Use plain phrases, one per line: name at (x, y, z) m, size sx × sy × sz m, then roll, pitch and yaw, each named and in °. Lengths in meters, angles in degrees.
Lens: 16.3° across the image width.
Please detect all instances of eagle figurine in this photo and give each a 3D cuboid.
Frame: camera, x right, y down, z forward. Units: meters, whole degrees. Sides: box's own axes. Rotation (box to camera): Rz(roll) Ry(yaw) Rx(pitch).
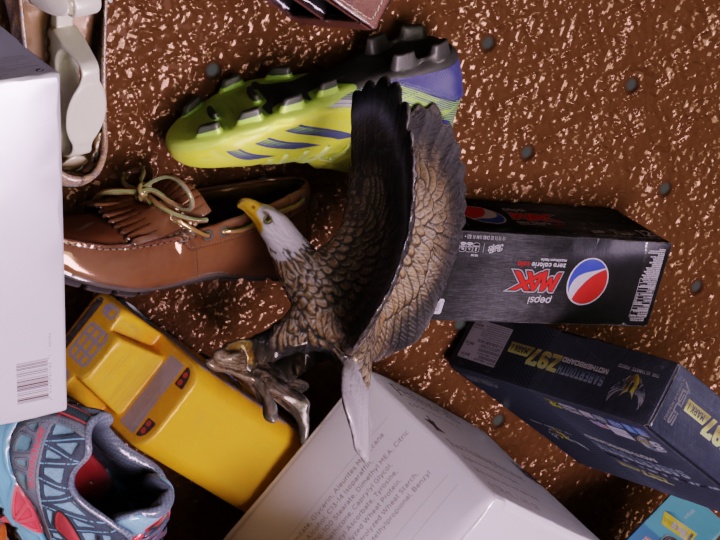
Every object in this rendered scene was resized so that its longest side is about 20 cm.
eagle figurine at (-0.005, -0.005, 1.477) m, size 0.200 × 0.152 × 0.151 m, roll -45°, pitch 122°, yaw 4°

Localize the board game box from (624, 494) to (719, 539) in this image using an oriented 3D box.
board game box at (0.161, 0.249, 1.722) m, size 0.200 × 0.047 × 0.151 m, roll -33°, pitch 159°, yaw -55°

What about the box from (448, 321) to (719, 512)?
box at (0.176, 0.098, 1.658) m, size 0.158 × 0.200 × 0.051 m, roll 37°, pitch 78°, yaw -38°

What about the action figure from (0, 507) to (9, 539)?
action figure at (-0.289, 0.154, 1.469) m, size 0.193 × 0.105 × 0.201 m, roll 32°, pitch 90°, yaw -27°

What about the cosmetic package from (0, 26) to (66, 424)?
cosmetic package at (-0.215, -0.037, 1.392) m, size 0.051 × 0.151 × 0.201 m, roll -10°, pitch 117°, yaw -25°

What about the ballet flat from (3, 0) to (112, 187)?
ballet flat at (-0.166, -0.140, 1.425) m, size 0.068 × 0.067 × 0.201 m, roll -15°, pitch 118°, yaw -25°

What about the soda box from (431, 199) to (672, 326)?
soda box at (0.102, -0.006, 1.646) m, size 0.199 × 0.071 × 0.064 m, roll 3°, pitch 109°, yaw -32°

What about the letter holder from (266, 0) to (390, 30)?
letter holder at (-0.019, -0.259, 1.419) m, size 0.142 × 0.100 × 0.201 m, roll 32°, pitch 82°, yaw -26°

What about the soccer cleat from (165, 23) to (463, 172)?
soccer cleat at (-0.023, -0.088, 1.538) m, size 0.199 × 0.065 × 0.084 m, roll -19°, pitch 123°, yaw -23°

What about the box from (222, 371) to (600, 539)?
box at (0.022, 0.196, 1.609) m, size 0.200 × 0.131 × 0.199 m, roll -51°, pitch 151°, yaw 5°

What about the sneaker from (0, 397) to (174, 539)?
sneaker at (-0.150, 0.155, 1.490) m, size 0.200 × 0.095 × 0.080 m, roll 61°, pitch 39°, yaw -38°

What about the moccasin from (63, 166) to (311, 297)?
moccasin at (-0.114, -0.029, 1.503) m, size 0.200 × 0.074 × 0.078 m, roll -2°, pitch 113°, yaw -31°

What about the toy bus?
toy bus at (-0.108, 0.087, 1.546) m, size 0.065 × 0.078 × 0.200 m, roll -51°, pitch 143°, yaw 0°
